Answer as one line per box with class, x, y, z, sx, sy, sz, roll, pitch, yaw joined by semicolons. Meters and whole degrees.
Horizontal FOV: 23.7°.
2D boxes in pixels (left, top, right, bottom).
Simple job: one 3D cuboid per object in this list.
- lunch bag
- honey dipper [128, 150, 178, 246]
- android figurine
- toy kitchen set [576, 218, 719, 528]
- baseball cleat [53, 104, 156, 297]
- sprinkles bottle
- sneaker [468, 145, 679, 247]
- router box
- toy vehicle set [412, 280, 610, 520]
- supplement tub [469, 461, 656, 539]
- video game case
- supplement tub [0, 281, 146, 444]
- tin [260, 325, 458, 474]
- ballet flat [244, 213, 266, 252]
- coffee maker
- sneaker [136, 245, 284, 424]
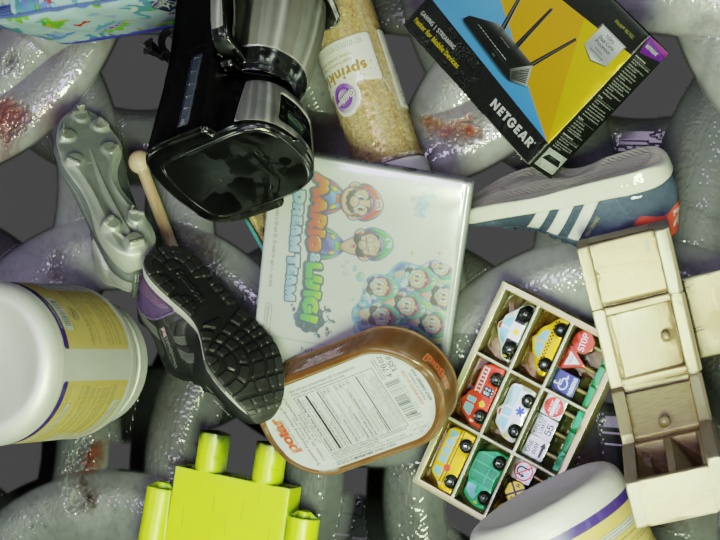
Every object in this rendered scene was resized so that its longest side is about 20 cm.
lunch bag;-0.238;-0.268;1.614;0.198;0.161;0.083;-6;88;23
honey dipper;-0.181;-0.024;1.650;0.038;0.038;0.201;-26;75;17
android figurine;-0.125;0.256;1.613;0.180;0.041;0.202;10;90;20
toy kitchen set;0.275;0.068;1.377;0.162;0.180;0.202;-14;100;10
baseball cleat;-0.254;-0.061;1.658;0.107;0.069;0.201;107;147;-47
sprinkles bottle;0.006;-0.160;1.565;0.068;0.068;0.202;-21;80;18
sneaker;0.185;-0.045;1.496;0.199;0.075;0.085;-8;117;33
router box;0.149;-0.202;1.496;0.149;0.051;0.200;-47;57;12
toy vehicle set;0.142;0.127;1.524;0.124;0.026;0.201;26;97;19
supplement tub;0.194;0.277;1.426;0.145;0.145;0.201;-27;90;17
video game case;0.000;0.000;1.534;0.180;0.024;0.202;10;109;8
supplement tub;-0.297;0.085;1.590;0.144;0.200;0.147;-1;87;20
tin;-0.006;0.118;1.535;0.199;0.042;0.113;-23;104;33
ballet flat;-0.092;-0.069;1.603;0.071;0.071;0.201;-39;77;15
coffee maker;-0.114;-0.148;1.493;0.192;0.134;0.201;-38;36;46
sneaker;-0.138;0.075;1.566;0.200;0.075;0.088;53;139;29
